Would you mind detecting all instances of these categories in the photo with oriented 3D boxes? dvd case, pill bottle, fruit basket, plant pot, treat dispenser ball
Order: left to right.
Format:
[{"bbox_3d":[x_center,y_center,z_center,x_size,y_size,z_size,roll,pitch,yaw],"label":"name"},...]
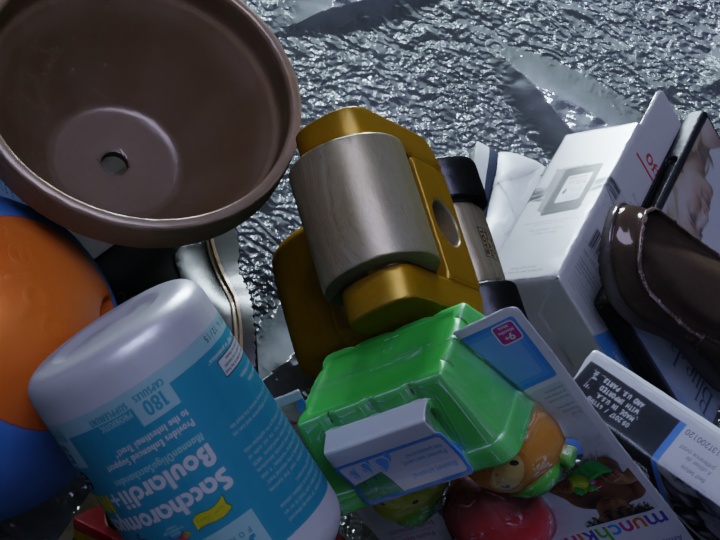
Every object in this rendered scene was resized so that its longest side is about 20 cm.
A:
[{"bbox_3d":[-0.240,0.052,1.044,0.201,0.201,0.201,5,52,-6],"label":"treat dispenser ball"},{"bbox_3d":[-0.143,-0.088,1.073,0.201,0.093,0.201,9,58,-14],"label":"plant pot"},{"bbox_3d":[-0.084,0.113,0.953,0.111,0.111,0.200,-40,103,-32],"label":"pill bottle"},{"bbox_3d":[0.065,0.123,1.000,0.200,0.185,0.094,55,36,-19],"label":"fruit basket"},{"bbox_3d":[0.232,0.004,1.216,0.018,0.143,0.200,-7,38,41],"label":"dvd case"}]

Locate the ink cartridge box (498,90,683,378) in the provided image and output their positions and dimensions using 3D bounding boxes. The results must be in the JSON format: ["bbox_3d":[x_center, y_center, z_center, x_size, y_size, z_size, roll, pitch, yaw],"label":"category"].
[{"bbox_3d":[0.172,-0.019,1.218,0.067,0.116,0.200,-8,37,41],"label":"ink cartridge box"}]

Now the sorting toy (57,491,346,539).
[{"bbox_3d":[-0.100,0.206,1.033,0.200,0.070,0.199,24,53,9],"label":"sorting toy"}]

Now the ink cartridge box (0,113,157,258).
[{"bbox_3d":[-0.222,-0.097,1.205,0.200,0.084,0.146,28,51,31],"label":"ink cartridge box"}]

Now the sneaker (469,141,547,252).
[{"bbox_3d":[0.103,-0.006,1.233,0.080,0.076,0.200,17,53,-8],"label":"sneaker"}]

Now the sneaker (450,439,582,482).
[{"bbox_3d":[0.080,0.115,1.114,0.200,0.074,0.082,6,88,-18],"label":"sneaker"}]

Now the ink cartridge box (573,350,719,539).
[{"bbox_3d":[0.221,0.154,1.037,0.198,0.200,0.043,34,76,34],"label":"ink cartridge box"}]

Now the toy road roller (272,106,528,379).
[{"bbox_3d":[0.000,0.000,1.071,0.146,0.200,0.123,-26,67,21],"label":"toy road roller"}]

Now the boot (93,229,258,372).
[{"bbox_3d":[-0.142,0.037,1.162,0.138,0.078,0.200,-7,41,-10],"label":"boot"}]

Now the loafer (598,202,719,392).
[{"bbox_3d":[0.226,0.014,1.140,0.200,0.071,0.073,35,59,-39],"label":"loafer"}]
